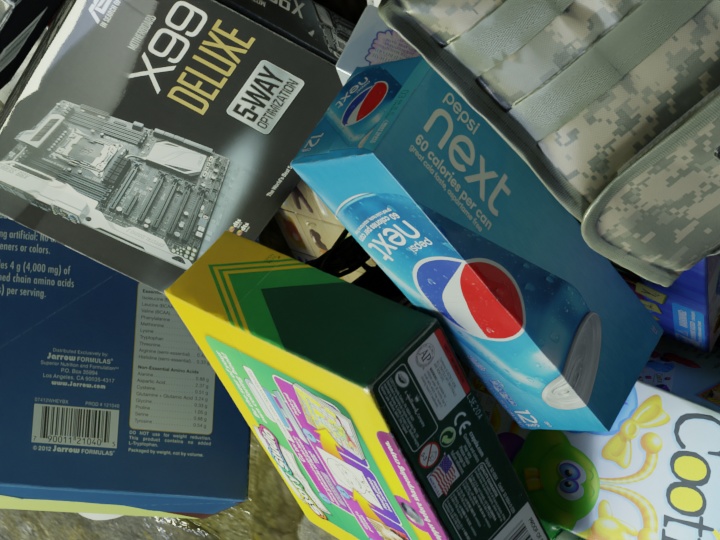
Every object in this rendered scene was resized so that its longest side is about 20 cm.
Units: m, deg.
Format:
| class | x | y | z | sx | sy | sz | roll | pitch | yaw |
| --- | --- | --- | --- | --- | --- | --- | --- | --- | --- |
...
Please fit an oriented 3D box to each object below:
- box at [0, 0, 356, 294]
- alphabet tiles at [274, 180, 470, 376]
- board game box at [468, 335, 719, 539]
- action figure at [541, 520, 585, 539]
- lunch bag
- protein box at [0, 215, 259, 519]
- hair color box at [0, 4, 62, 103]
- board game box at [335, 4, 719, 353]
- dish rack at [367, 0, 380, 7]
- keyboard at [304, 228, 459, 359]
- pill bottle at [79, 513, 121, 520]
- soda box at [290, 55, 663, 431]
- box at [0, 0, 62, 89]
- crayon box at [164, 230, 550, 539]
| class | x | y | z | sx | sy | sz | roll | pitch | yaw |
| --- | --- | --- | --- | --- | --- | --- | --- | --- | --- |
| box | -0.107 | -0.085 | 1.036 | 0.157 | 0.050 | 0.200 | 27 | 128 | -17 |
| alphabet tiles | 0.000 | 0.000 | 1.124 | 0.166 | 0.006 | 0.201 | 18 | 139 | 56 |
| board game box | 0.164 | 0.096 | 1.060 | 0.199 | 0.105 | 0.104 | 22 | 111 | 21 |
| action figure | 0.117 | 0.162 | 1.151 | 0.200 | 0.055 | 0.119 | 38 | 156 | 45 |
| lunch bag | 0.132 | -0.102 | 0.783 | 0.164 | 0.118 | 0.200 | -40 | 106 | 21 |
| protein box | -0.174 | 0.044 | 1.172 | 0.197 | 0.201 | 0.135 | 6 | 166 | -16 |
| hair color box | -0.203 | -0.161 | 1.129 | 0.200 | 0.064 | 0.111 | 45 | 149 | -18 |
| board game box | 0.098 | -0.042 | 0.978 | 0.199 | 0.041 | 0.200 | 24 | 165 | 19 |
| dish rack | 0.081 | -0.138 | 0.917 | 0.199 | 0.044 | 0.172 | 23 | 147 | 19 |
| keyboard | 0.029 | 0.003 | 1.032 | 0.104 | 0.040 | 0.200 | 36 | 140 | -15 |
| pill bottle | -0.232 | 0.097 | 1.475 | 0.114 | 0.115 | 0.201 | 8 | 140 | 37 |
| soda box | 0.060 | -0.009 | 0.906 | 0.064 | 0.068 | 0.200 | -4 | 136 | 50 |
| box | -0.246 | -0.176 | 0.967 | 0.182 | 0.104 | 0.200 | 42 | 143 | -7 |
| crayon box | 0.003 | 0.086 | 1.014 | 0.172 | 0.058 | 0.201 | 24 | 151 | 46 |
